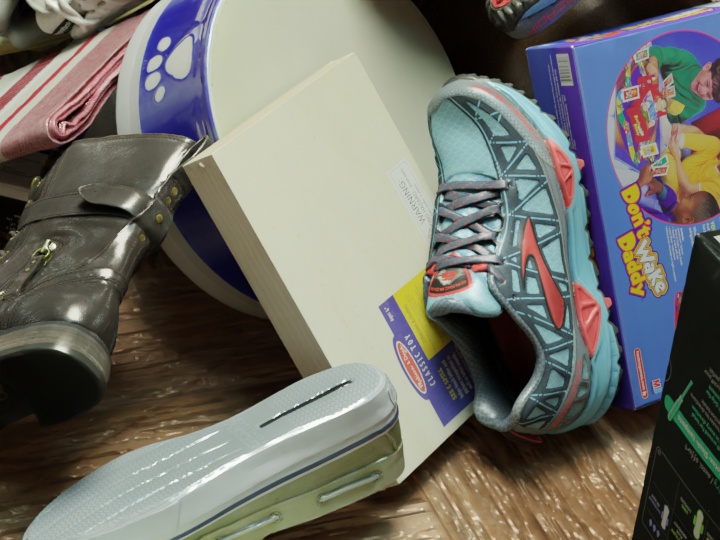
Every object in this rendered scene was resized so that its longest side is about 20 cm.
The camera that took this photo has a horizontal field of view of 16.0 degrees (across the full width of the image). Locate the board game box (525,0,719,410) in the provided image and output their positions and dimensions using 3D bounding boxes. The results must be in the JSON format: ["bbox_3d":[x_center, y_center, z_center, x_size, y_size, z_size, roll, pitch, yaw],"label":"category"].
[{"bbox_3d":[0.174,-0.038,1.407,0.134,0.200,0.045,-16,11,-29],"label":"board game box"}]

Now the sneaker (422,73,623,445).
[{"bbox_3d":[0.074,-0.006,1.351,0.096,0.200,0.079,-18,-1,-45],"label":"sneaker"}]

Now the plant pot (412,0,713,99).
[{"bbox_3d":[0.132,-0.134,1.543,0.200,0.200,0.198,-15,49,-27],"label":"plant pot"}]

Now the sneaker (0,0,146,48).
[{"bbox_3d":[-0.143,-0.171,1.469,0.200,0.075,0.081,-10,42,51],"label":"sneaker"}]

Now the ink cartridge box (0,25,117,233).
[{"bbox_3d":[-0.152,-0.080,1.535,0.099,0.039,0.200,13,36,8],"label":"ink cartridge box"}]

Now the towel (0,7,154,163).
[{"bbox_3d":[-0.209,-0.079,1.448,0.200,0.023,0.144,-19,21,35],"label":"towel"}]

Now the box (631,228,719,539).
[{"bbox_3d":[0.236,0.082,1.246,0.149,0.200,0.124,-11,39,-22],"label":"box"}]

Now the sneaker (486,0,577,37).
[{"bbox_3d":[0.162,-0.181,1.415,0.200,0.096,0.079,-39,31,-8],"label":"sneaker"}]

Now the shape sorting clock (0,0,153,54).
[{"bbox_3d":[-0.195,-0.179,1.627,0.200,0.039,0.200,-16,28,9],"label":"shape sorting clock"}]

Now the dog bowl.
[{"bbox_3d":[-0.034,-0.077,1.419,0.079,0.200,0.200,-20,13,45],"label":"dog bowl"}]

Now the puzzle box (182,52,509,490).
[{"bbox_3d":[0.000,0.000,1.349,0.025,0.200,0.133,-19,14,43],"label":"puzzle box"}]

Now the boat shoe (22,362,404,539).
[{"bbox_3d":[-0.066,0.113,1.263,0.200,0.062,0.072,-23,24,-10],"label":"boat shoe"}]

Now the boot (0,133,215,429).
[{"bbox_3d":[-0.176,0.005,1.322,0.200,0.069,0.174,-8,43,27],"label":"boot"}]
